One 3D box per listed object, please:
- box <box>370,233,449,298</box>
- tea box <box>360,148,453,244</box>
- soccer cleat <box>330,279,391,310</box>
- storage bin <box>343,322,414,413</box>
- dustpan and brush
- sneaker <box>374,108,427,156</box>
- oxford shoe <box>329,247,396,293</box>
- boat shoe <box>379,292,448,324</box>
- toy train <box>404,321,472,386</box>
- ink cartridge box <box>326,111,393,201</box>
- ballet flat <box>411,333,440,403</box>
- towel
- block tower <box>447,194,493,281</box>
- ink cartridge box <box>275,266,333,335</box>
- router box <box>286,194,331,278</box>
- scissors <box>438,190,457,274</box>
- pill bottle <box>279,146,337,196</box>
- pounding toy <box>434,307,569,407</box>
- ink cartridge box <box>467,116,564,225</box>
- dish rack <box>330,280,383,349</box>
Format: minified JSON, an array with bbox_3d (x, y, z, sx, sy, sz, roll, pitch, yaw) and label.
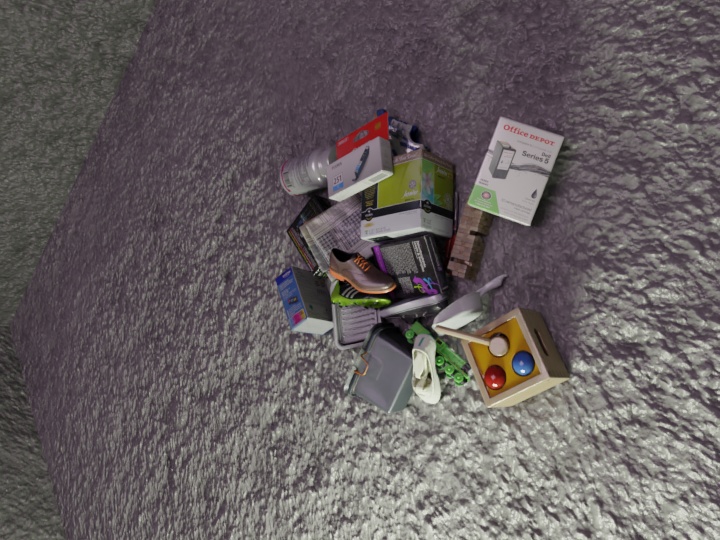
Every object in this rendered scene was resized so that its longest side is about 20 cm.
[{"bbox_3d":[0.119,-0.007,1.517,0.199,0.036,0.144,-9,102,52],"label":"box"},{"bbox_3d":[0.115,-0.174,1.538,0.199,0.133,0.198,-6,78,44],"label":"tea box"},{"bbox_3d":[0.001,0.056,1.598,0.199,0.067,0.082,1,70,42],"label":"soccer cleat"},{"bbox_3d":[0.066,0.248,1.517,0.134,0.145,0.201,29,102,31],"label":"storage bin"},{"bbox_3d":[0.252,0.074,1.403,0.199,0.140,0.058,-26,68,9],"label":"dustpan and brush"},{"bbox_3d":[0.111,-0.362,1.636,0.088,0.075,0.201,-36,66,18],"label":"sneaker"},{"bbox_3d":[0.000,0.000,1.555,0.199,0.071,0.073,19,133,28],"label":"oxford shoe"},{"bbox_3d":[0.135,0.103,1.527,0.199,0.070,0.067,-18,94,35],"label":"boat shoe"},{"bbox_3d":[0.186,0.195,1.460,0.056,0.042,0.200,-43,60,-11],"label":"toy train"},{"bbox_3d":[-0.007,-0.291,1.564,0.199,0.045,0.177,-21,66,43],"label":"ink cartridge box"},{"bbox_3d":[0.144,0.240,1.424,0.069,0.069,0.201,23,131,42],"label":"ballet flat"},{"bbox_3d":[-0.046,-0.093,1.666,0.199,0.035,0.193,-34,74,5],"label":"towel"},{"bbox_3d":[0.261,-0.081,1.446,0.054,0.058,0.201,18,93,42],"label":"block tower"},{"bbox_3d":[-0.155,0.073,1.742,0.076,0.136,0.201,-33,61,27],"label":"ink cartridge box"},{"bbox_3d":[-0.117,-0.099,1.788,0.150,0.062,0.200,-49,53,22],"label":"router box"},{"bbox_3d":[0.232,-0.091,1.505,0.073,0.014,0.201,21,95,45],"label":"scissors"},{"bbox_3d":[-0.132,-0.291,1.804,0.199,0.113,0.114,-9,76,41],"label":"pill bottle"},{"bbox_3d":[0.295,0.172,1.308,0.184,0.142,0.201,-36,60,32],"label":"pounding toy"},{"bbox_3d":[0.336,-0.215,1.346,0.145,0.084,0.201,21,97,11],"label":"ink cartridge box"},{"bbox_3d":[-0.003,0.105,1.661,0.171,0.043,0.201,-17,71,38],"label":"dish rack"}]
